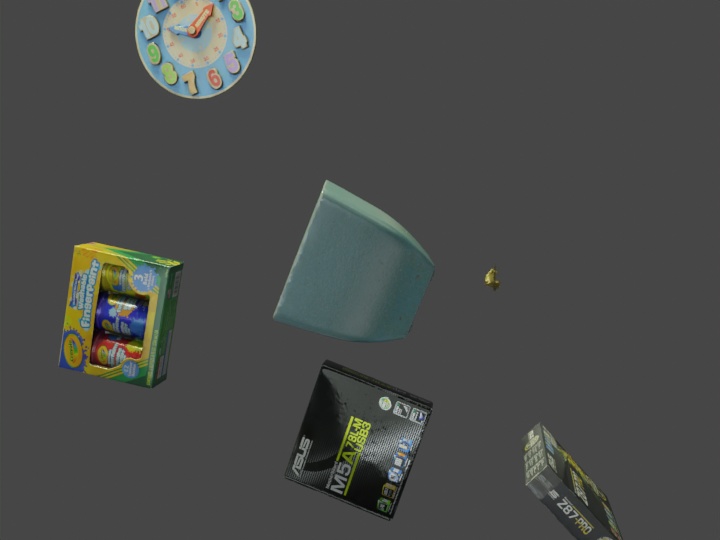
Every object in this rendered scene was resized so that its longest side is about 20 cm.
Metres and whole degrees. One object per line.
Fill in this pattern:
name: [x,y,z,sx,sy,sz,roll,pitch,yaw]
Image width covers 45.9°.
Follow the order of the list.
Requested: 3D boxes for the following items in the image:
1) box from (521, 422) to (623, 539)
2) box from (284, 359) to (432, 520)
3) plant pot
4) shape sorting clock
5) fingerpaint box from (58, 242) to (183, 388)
box: [0.307,0.325,1.252,0.161,0.200,0.049,46,101,2]
box: [-0.004,0.272,1.367,0.190,0.048,0.203,21,98,3]
plant pot: [0.000,0.000,1.271,0.197,0.196,0.199,22,99,-5]
shape sorting clock: [-0.260,-0.373,1.336,0.196,0.039,0.205,1,96,8]
fingerpaint box: [-0.390,0.072,1.385,0.164,0.073,0.204,12,98,6]
